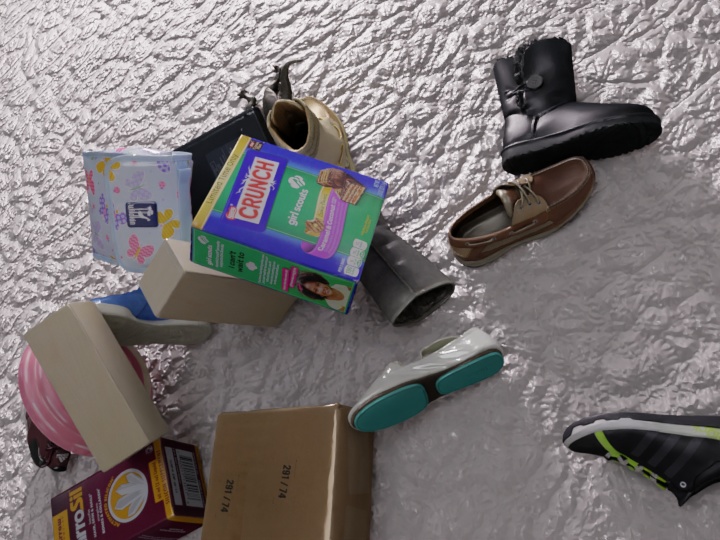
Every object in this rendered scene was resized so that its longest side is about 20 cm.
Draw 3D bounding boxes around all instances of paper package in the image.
[{"bbox_3d":[-0.086,0.270,0.847,0.189,0.103,0.202,-9,66,25],"label":"paper package"}]

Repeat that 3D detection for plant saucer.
[{"bbox_3d":[-0.368,0.155,0.986,0.051,0.200,0.202,-34,56,28],"label":"plant saucer"}]

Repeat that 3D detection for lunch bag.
[{"bbox_3d":[-0.313,-0.092,1.028,0.199,0.127,0.171,14,109,41],"label":"lunch bag"}]

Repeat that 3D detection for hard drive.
[{"bbox_3d":[-0.216,-0.145,1.099,0.199,0.033,0.140,-23,94,17],"label":"hard drive"}]

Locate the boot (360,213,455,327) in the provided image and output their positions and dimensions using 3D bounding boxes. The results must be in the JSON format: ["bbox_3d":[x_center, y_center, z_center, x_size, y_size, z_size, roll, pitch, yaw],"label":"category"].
[{"bbox_3d":[-0.001,-0.001,0.928,0.181,0.073,0.201,-30,62,-7],"label":"boot"}]

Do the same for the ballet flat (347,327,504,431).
[{"bbox_3d":[0.072,0.125,0.836,0.199,0.070,0.070,-24,57,-5],"label":"ballet flat"}]

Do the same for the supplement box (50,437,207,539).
[{"bbox_3d":[-0.310,0.322,0.954,0.199,0.086,0.111,-31,58,13],"label":"supplement box"}]

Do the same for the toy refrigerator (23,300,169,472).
[{"bbox_3d":[-0.333,0.144,0.904,0.076,0.070,0.201,-33,86,7],"label":"toy refrigerator"}]

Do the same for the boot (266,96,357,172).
[{"bbox_3d":[-0.079,-0.206,1.018,0.072,0.155,0.201,-28,58,15],"label":"boot"}]

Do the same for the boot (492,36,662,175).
[{"bbox_3d":[0.263,-0.222,0.889,0.199,0.076,0.170,-10,68,31],"label":"boot"}]

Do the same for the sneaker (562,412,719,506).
[{"bbox_3d":[0.299,0.187,0.695,0.199,0.072,0.083,-5,68,26],"label":"sneaker"}]

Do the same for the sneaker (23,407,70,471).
[{"bbox_3d":[-0.434,0.241,1.073,0.199,0.075,0.116,-22,65,31],"label":"sneaker"}]

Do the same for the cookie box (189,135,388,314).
[{"bbox_3d":[-0.083,-0.059,0.860,0.199,0.075,0.172,18,50,0],"label":"cookie box"}]

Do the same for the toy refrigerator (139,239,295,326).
[{"bbox_3d":[-0.180,0.019,0.933,0.076,0.199,0.070,-53,55,21],"label":"toy refrigerator"}]

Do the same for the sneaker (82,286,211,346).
[{"bbox_3d":[-0.320,0.045,1.027,0.077,0.199,0.112,-57,41,38],"label":"sneaker"}]

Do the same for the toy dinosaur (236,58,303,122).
[{"bbox_3d":[-0.142,-0.254,1.118,0.199,0.077,0.103,-27,62,30],"label":"toy dinosaur"}]

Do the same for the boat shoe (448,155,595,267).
[{"bbox_3d":[0.195,-0.075,0.865,0.199,0.072,0.076,-35,57,10],"label":"boat shoe"}]
